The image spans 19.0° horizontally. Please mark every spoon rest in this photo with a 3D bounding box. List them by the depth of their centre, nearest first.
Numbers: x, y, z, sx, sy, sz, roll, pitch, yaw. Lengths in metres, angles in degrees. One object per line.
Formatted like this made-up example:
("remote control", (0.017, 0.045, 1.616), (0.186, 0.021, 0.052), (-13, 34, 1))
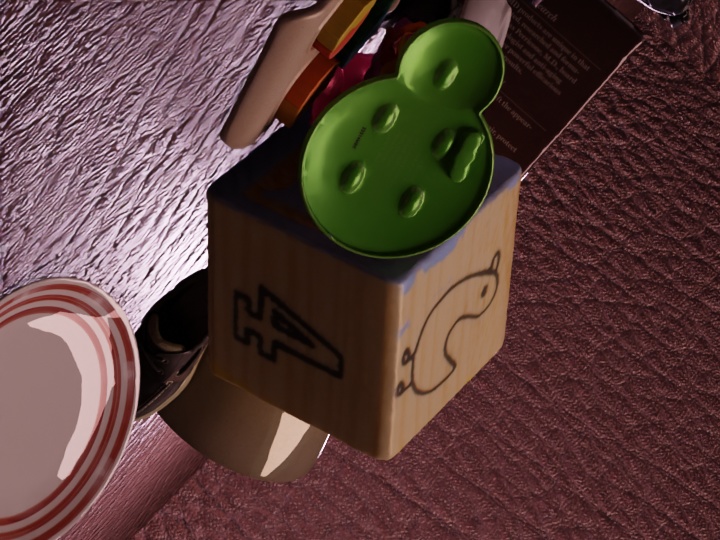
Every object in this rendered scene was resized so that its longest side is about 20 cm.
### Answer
("spoon rest", (0.102, -0.234, 1.752), (0.099, 0.061, 0.200), (92, 20, -63))

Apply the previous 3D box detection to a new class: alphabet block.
("alphabet block", (0.000, 0.000, 1.796), (0.195, 0.196, 0.200), (-41, 147, -38))

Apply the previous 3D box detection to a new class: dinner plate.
("dinner plate", (-0.224, 0.098, 1.441), (0.200, 0.024, 0.200), (-26, 125, -43))

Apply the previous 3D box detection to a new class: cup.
("cup", (-0.089, 0.079, 2.027), (0.143, 0.200, 0.200), (-53, 174, 25))

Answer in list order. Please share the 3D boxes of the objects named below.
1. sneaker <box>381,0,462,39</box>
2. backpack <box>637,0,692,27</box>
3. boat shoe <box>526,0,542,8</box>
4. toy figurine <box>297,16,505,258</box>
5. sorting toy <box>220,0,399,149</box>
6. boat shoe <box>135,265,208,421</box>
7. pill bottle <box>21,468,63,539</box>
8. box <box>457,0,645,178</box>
("sneaker", (0.069, -0.203, 1.830), (0.076, 0.091, 0.200), (-46, 174, 2))
("backpack", (0.359, -0.397, 2.591), (0.127, 0.167, 0.200), (-57, 178, 33))
("boat shoe", (0.182, -0.313, 1.858), (0.200, 0.093, 0.075), (-44, 171, -8))
("toy figurine", (0.022, -0.136, 1.678), (0.200, 0.150, 0.184), (-62, -158, 19))
("sorting toy", (-0.009, -0.184, 1.575), (0.200, 0.036, 0.185), (-45, 175, -32))
("boat shoe", (-0.171, 0.057, 1.934), (0.200, 0.073, 0.065), (-50, 162, 17))
("pill bottle", (-0.276, 0.177, 1.581), (0.116, 0.116, 0.200), (-47, 176, -18))
("box", (0.139, -0.196, 2.008), (0.200, 0.164, 0.166), (-49, 180, 10))
